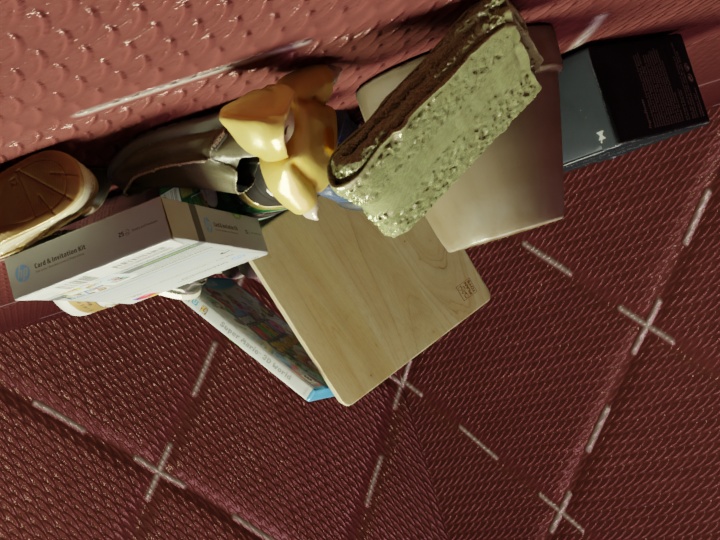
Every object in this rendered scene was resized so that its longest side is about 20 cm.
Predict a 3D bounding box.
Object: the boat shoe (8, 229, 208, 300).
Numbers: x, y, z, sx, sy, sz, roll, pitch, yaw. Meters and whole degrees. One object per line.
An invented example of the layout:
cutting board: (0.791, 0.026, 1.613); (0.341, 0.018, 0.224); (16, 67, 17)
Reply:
boat shoe: (-0.248, -0.018, 1.210); (0.199, 0.067, 0.057); (9, 124, -20)

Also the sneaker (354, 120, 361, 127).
sneaker: (-0.033, -0.115, 1.348); (0.075, 0.078, 0.200); (-15, 177, -11)

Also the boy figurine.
boy figurine: (-0.038, -0.107, 0.949); (0.064, 0.125, 0.200); (9, 173, 27)

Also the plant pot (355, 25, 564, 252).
plant pot: (0.112, -0.115, 1.145); (0.199, 0.175, 0.200); (-16, 179, 0)

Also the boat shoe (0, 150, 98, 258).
boat shoe: (-0.306, -0.039, 0.997); (0.199, 0.074, 0.069); (-18, 173, 11)

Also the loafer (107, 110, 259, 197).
loafer: (-0.125, -0.097, 1.031); (0.199, 0.070, 0.075); (-18, 179, 16)

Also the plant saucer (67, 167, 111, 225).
plant saucer: (-0.327, -0.052, 1.142); (0.199, 0.032, 0.200); (-18, 178, -1)

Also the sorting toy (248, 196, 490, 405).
sorting toy: (0.000, 0.000, 1.254); (0.198, 0.201, 0.070); (-35, -168, -16)

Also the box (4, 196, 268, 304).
box: (-0.191, -0.013, 1.066); (0.155, 0.041, 0.200); (-20, 171, 17)

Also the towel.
towel: (0.064, -0.120, 0.956); (0.200, 0.036, 0.148); (-48, 154, 2)

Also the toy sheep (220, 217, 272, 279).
toy sheep: (-0.146, -0.054, 1.405); (0.198, 0.139, 0.138); (2, -176, 15)

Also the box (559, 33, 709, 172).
box: (0.266, -0.186, 1.419); (0.199, 0.118, 0.196); (-18, 180, -43)

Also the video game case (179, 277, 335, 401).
video game case: (-0.101, 0.070, 1.299); (0.018, 0.200, 0.143); (-57, 163, 10)

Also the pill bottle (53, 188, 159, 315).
pill bottle: (-0.244, -0.030, 1.318); (0.199, 0.115, 0.114); (-18, 179, 20)

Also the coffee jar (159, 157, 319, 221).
coffee jar: (-0.109, -0.091, 1.168); (0.104, 0.086, 0.199); (-13, 177, -37)
